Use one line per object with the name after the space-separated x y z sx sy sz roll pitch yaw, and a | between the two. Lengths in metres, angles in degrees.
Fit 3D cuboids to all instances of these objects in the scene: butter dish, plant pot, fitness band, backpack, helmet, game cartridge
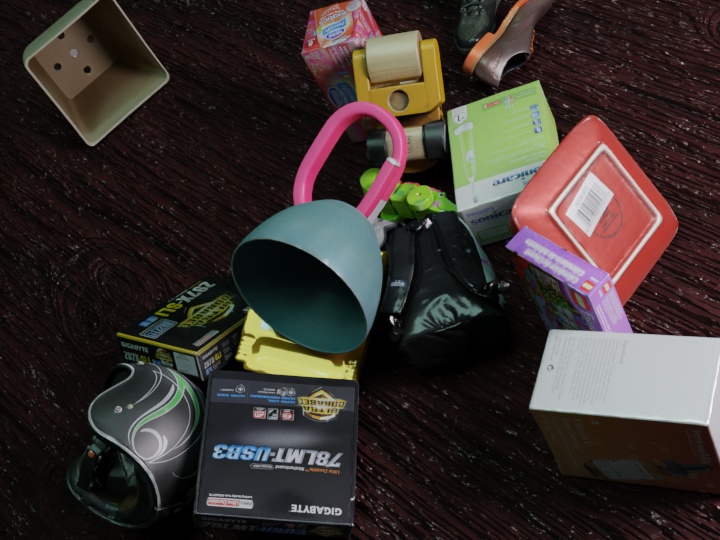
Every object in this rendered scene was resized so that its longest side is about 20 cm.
0.271 -0.058 1.529 0.200 0.200 0.147 -48 15 -23 | butter dish
-0.510 -0.387 2.226 0.200 0.201 0.177 -42 34 -10 | plant pot
-0.017 -0.140 1.694 0.143 0.037 0.202 39 102 29 | fitness band
0.104 0.023 1.568 0.164 0.128 0.202 -14 47 2 | backpack
-0.049 -0.012 1.545 0.197 0.202 0.136 8 48 34 | plant pot
-0.279 0.221 1.574 0.197 0.203 0.191 -2 26 28 | helmet
-0.066 0.055 1.628 0.173 0.032 0.203 11 75 13 | game cartridge

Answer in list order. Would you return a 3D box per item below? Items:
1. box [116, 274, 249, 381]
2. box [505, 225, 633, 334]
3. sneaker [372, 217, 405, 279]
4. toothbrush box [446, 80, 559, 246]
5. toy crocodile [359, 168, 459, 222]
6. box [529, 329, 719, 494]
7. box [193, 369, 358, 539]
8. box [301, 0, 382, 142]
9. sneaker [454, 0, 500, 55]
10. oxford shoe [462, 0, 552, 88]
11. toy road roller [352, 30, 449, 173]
-0.222 0.077 1.704 0.158 0.050 0.199 8 29 36 | box
0.255 0.048 1.407 0.039 0.201 0.136 -44 45 -12 | box
0.000 0.000 1.680 0.138 0.078 0.202 7 58 34 | sneaker
0.206 -0.151 1.683 0.143 0.086 0.202 -17 46 16 | toothbrush box
0.074 -0.100 1.724 0.198 0.068 0.062 17 59 43 | toy crocodile
0.308 0.155 1.322 0.197 0.153 0.108 2 53 31 | box
-0.102 0.227 1.499 0.196 0.050 0.201 5 54 -3 | box
-0.005 -0.306 1.851 0.094 0.201 0.101 -9 49 23 | box
0.181 -0.445 1.926 0.075 0.115 0.202 0 55 31 | sneaker
0.245 -0.358 1.863 0.072 0.071 0.200 38 72 15 | oxford shoe
0.068 -0.246 1.771 0.121 0.204 0.146 -6 9 13 | toy road roller
